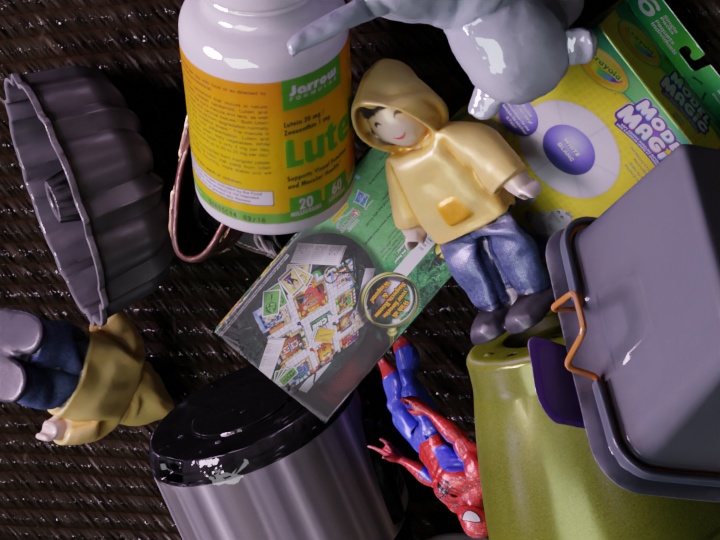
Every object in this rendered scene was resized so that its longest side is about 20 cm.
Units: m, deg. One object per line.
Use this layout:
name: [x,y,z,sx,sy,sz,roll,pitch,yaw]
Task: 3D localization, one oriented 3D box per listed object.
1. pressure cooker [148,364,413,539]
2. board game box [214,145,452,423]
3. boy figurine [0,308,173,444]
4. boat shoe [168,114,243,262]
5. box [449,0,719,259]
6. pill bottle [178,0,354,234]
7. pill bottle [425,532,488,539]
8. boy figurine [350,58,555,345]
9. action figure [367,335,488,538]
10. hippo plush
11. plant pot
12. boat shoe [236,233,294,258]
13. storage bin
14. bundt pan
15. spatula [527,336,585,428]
pressure cooker: [-0.055,0.186,1.739,0.178,0.176,0.201,-5,115,42]
board game box: [0.000,0.000,1.565,0.105,0.023,0.200,40,101,-4]
boy figurine: [-0.219,0.080,1.793,0.064,0.200,0.125,17,88,33]
boat shoe: [-0.090,-0.098,1.598,0.070,0.070,0.201,19,115,12]
box: [0.153,-0.095,1.473,0.117,0.048,0.200,50,134,-7]
pill bottle: [-0.062,-0.131,1.465,0.111,0.111,0.201,20,137,23]
pill bottle: [0.071,0.316,1.789,0.113,0.114,0.201,26,134,17]
boy figurine: [0.065,-0.052,1.491,0.124,0.064,0.200,-15,113,43]
action figure: [0.044,0.116,1.641,0.200,0.052,0.066,56,139,30]
hippo plush: [0.083,-0.186,1.372,0.161,0.200,0.159,39,131,-19]
plant pot: [0.163,0.126,1.546,0.200,0.200,0.194,-10,103,40]
boat shoe: [-0.035,-0.036,1.643,0.199,0.057,0.067,-2,120,36]
storage bin: [0.206,0.021,1.397,0.145,0.201,0.134,8,142,-25]
bundt pan: [-0.198,-0.063,1.681,0.202,0.075,0.202,57,159,36]
spatula: [0.188,0.079,1.461,0.021,0.199,0.057,-35,56,51]
